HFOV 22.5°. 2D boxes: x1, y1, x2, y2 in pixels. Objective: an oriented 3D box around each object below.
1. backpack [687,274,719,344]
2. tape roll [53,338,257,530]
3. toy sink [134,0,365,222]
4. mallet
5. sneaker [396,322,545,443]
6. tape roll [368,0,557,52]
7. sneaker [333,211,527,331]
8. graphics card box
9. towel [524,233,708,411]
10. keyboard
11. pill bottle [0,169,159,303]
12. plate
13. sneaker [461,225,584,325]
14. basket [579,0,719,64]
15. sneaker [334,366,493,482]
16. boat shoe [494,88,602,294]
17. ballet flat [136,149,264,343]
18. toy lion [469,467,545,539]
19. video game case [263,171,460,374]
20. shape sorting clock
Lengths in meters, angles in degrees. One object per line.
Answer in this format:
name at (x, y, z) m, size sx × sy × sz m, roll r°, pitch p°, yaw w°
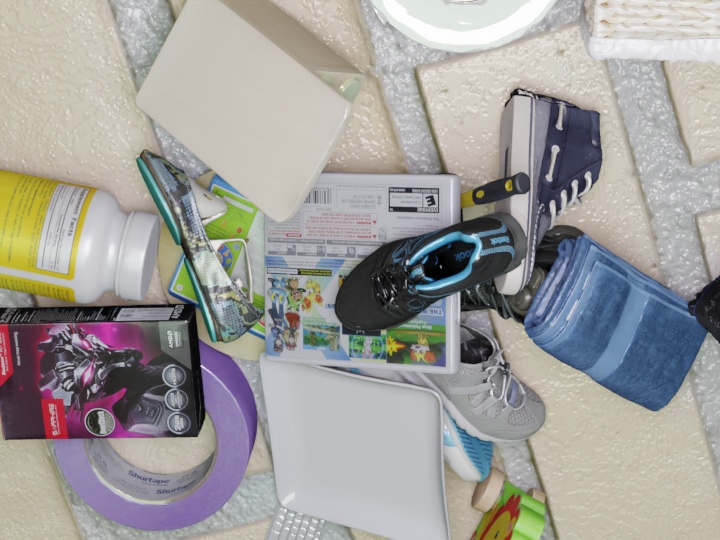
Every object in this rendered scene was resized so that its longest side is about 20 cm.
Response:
backpack at (0.438, 0.022, 1.678) m, size 0.182 × 0.135 × 0.200 m, roll 32°, pitch 103°, yaw -26°
tape roll at (-0.206, 0.160, 1.829) m, size 0.199 × 0.066 × 0.201 m, roll 1°, pitch 110°, yaw 4°
toy sink at (-0.081, -0.151, 1.646) m, size 0.200 × 0.112 × 0.131 m, roll 39°, pitch 111°, yaw 22°
mallet at (0.105, -0.057, 1.657) m, size 0.041 × 0.200 × 0.066 m, roll -4°, pitch 93°, yaw -21°
sneaker at (0.115, 0.104, 1.744) m, size 0.200 × 0.075 × 0.082 m, roll 32°, pitch 139°, yaw -31°
tape roll at (0.093, -0.301, 1.634) m, size 0.201 × 0.071 × 0.203 m, roll 1°, pitch 110°, yaw 4°
sneaker at (0.048, 0.000, 1.608) m, size 0.200 × 0.082 × 0.073 m, roll -27°, pitch 82°, yaw 30°
graphics card box at (-0.254, 0.099, 1.751) m, size 0.199 × 0.051 × 0.126 m, roll -1°, pitch 109°, yaw 5°
towel at (0.243, 0.053, 1.697) m, size 0.200 × 0.048 × 0.112 m, roll 30°, pitch 84°, yaw -38°
keyboard at (-0.065, 0.264, 1.882) m, size 0.056 × 0.011 × 0.201 m, roll 18°, pitch 110°, yaw -2°
pill bottle at (-0.299, -0.031, 1.743) m, size 0.199 × 0.113 × 0.113 m, roll 11°, pitch 110°, yaw 0°
plate at (0.001, 0.173, 1.783) m, size 0.199 × 0.032 × 0.200 m, roll 11°, pitch 126°, yaw 25°
sneaker at (0.122, 0.011, 1.722) m, size 0.198 × 0.114 × 0.077 m, roll -7°, pitch 107°, yaw 10°
basket at (0.293, -0.272, 1.561) m, size 0.199 × 0.198 × 0.162 m, roll 3°, pitch 108°, yaw 4°
sneaker at (0.057, 0.133, 1.798) m, size 0.081 × 0.077 × 0.200 m, roll -32°, pitch 103°, yaw 31°
boat shoe at (0.175, -0.070, 1.662) m, size 0.092 × 0.075 × 0.201 m, roll 8°, pitch 71°, yaw -8°
ballet flat at (-0.148, -0.031, 1.730) m, size 0.074 × 0.074 × 0.201 m, roll -20°, pitch 98°, yaw 12°
toy lion at (0.121, 0.297, 1.782) m, size 0.068 × 0.192 × 0.200 m, roll 28°, pitch 110°, yaw -5°
video game case at (0.000, 0.000, 1.692) m, size 0.199 × 0.022 × 0.183 m, roll 3°, pitch 97°, yaw 26°
shape sorting clock at (-0.102, -0.008, 1.772) m, size 0.199 × 0.039 × 0.201 m, roll 2°, pitch 101°, yaw 10°
